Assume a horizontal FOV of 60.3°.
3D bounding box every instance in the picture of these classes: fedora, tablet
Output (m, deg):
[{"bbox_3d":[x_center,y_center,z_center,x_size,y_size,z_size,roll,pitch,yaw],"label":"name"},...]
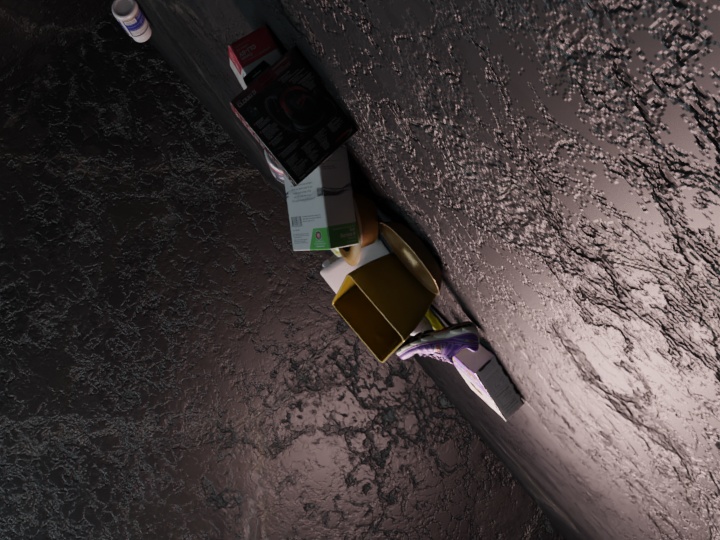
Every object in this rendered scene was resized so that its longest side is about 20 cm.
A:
[{"bbox_3d":[-0.010,-0.114,1.384,0.200,0.080,0.205,169,90,-72],"label":"fedora"},{"bbox_3d":[0.000,0.000,1.733,0.131,0.198,0.014,51,-162,-27],"label":"tablet"}]

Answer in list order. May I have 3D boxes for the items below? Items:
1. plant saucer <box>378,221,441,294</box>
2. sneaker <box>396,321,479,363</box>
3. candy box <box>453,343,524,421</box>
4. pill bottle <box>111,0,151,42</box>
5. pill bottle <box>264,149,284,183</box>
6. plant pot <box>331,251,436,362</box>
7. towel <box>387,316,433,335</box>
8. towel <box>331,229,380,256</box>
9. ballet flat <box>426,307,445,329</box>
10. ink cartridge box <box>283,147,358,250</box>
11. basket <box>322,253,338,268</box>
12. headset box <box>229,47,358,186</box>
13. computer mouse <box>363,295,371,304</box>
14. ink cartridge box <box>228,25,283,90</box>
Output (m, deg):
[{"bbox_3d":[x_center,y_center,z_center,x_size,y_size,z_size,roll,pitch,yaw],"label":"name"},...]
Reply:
[{"bbox_3d":[0.116,-0.036,1.342,0.201,0.035,0.200,50,175,6],"label":"plant saucer"},{"bbox_3d":[0.179,0.180,1.432,0.081,0.196,0.085,-26,-78,-75],"label":"sneaker"},{"bbox_3d":[0.313,0.265,1.594,0.201,0.071,0.168,54,173,-31],"label":"candy box"},{"bbox_3d":[-1.008,-1.109,2.744,0.116,0.115,0.200,48,174,10],"label":"pill bottle"},{"bbox_3d":[-0.182,-0.289,1.607,0.120,0.119,0.200,49,175,1],"label":"pill bottle"},{"bbox_3d":[0.073,0.071,1.515,0.201,0.176,0.200,49,155,9],"label":"plant pot"},{"bbox_3d":[0.093,0.111,1.712,0.169,0.049,0.200,12,-155,-37],"label":"towel"},{"bbox_3d":[-0.059,-0.133,1.535,0.170,0.048,0.201,-20,115,46],"label":"towel"},{"bbox_3d":[0.225,0.178,1.737,0.200,0.067,0.067,46,176,29],"label":"ballet flat"},{"bbox_3d":[-0.086,-0.148,1.300,0.145,0.083,0.205,2,101,52],"label":"ink cartridge box"},{"bbox_3d":[0.013,0.032,1.902,0.199,0.160,0.200,52,178,-29],"label":"basket"},{"bbox_3d":[-0.123,-0.274,1.090,0.201,0.148,0.075,49,175,-10],"label":"headset box"},{"bbox_3d":[0.100,0.056,1.638,0.196,0.112,0.044,17,158,-11],"label":"computer mouse"},{"bbox_3d":[-0.168,-0.340,1.188,0.202,0.083,0.145,60,172,-9],"label":"ink cartridge box"}]
